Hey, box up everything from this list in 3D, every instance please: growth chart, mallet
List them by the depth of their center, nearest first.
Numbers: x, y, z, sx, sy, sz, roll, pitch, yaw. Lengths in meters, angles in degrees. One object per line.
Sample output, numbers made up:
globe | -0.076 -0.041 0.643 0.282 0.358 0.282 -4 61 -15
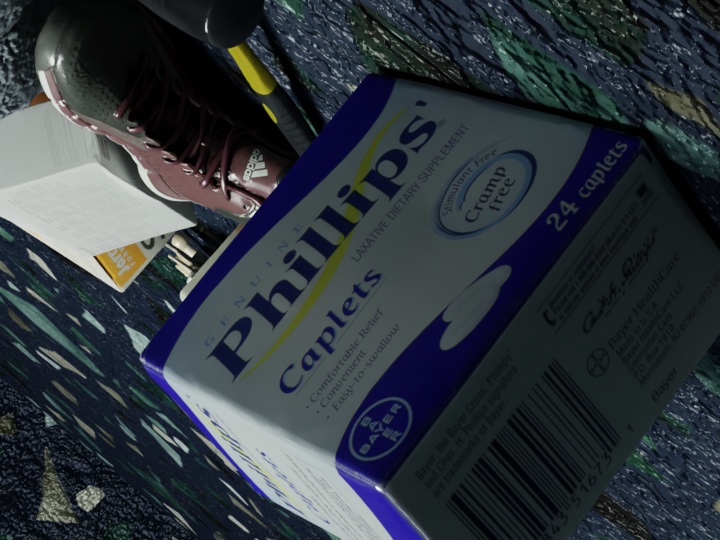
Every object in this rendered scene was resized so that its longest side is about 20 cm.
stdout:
mallet | -0.046 -0.095 1.037 0.066 0.041 0.200 32 168 41
growth chart | -0.079 0.038 1.441 0.145 0.018 0.200 43 -177 -19

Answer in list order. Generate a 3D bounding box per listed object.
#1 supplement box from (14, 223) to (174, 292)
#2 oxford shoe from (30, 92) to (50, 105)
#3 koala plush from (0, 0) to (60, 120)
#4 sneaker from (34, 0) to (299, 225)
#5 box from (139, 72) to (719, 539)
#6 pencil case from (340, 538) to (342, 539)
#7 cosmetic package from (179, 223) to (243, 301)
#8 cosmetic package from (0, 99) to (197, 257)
supplement box | -0.237 -0.082 1.473 0.200 0.074 0.126 30 162 36
oxford shoe | -0.226 -0.132 1.312 0.200 0.071 0.071 23 151 49
koala plush | -0.222 -0.156 1.063 0.183 0.178 0.200 32 168 -18
sneaker | -0.090 -0.083 1.130 0.115 0.076 0.200 26 171 29
box | 0.031 0.026 0.895 0.200 0.184 0.105 19 156 53
pencil case | 0.070 0.087 0.969 0.087 0.200 0.078 43 157 -4
cosmetic package | -0.004 0.055 1.266 0.200 0.087 0.104 35 164 23
cosmetic package | -0.170 -0.057 1.257 0.200 0.082 0.051 39 -146 -76
